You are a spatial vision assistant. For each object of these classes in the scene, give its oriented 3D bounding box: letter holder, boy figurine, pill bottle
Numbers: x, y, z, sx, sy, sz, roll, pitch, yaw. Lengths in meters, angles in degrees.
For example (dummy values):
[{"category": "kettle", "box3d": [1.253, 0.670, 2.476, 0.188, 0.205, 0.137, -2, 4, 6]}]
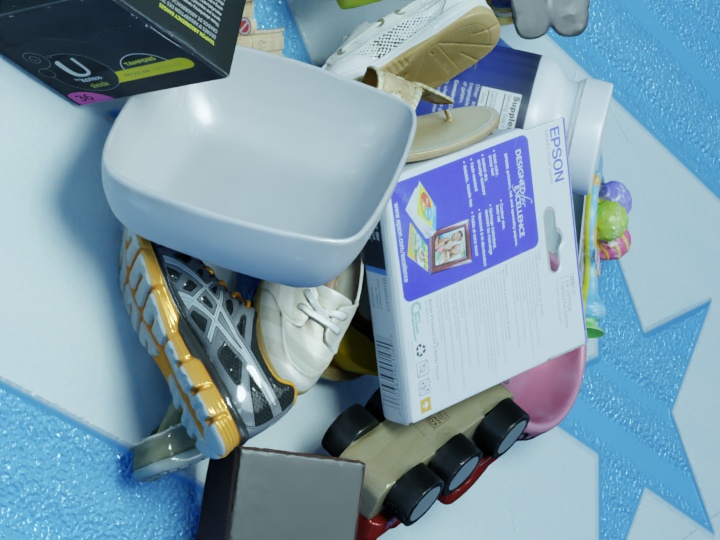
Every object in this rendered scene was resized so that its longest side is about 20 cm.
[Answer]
[{"category": "letter holder", "box3d": [-0.077, 0.233, 1.511, 0.100, 0.142, 0.202, 9, 85, -20]}, {"category": "boy figurine", "box3d": [0.137, -0.242, 1.799, 0.123, 0.200, 0.065, -6, 100, -11]}, {"category": "pill bottle", "box3d": [0.103, -0.129, 1.675, 0.116, 0.199, 0.117, 13, 90, -85]}]

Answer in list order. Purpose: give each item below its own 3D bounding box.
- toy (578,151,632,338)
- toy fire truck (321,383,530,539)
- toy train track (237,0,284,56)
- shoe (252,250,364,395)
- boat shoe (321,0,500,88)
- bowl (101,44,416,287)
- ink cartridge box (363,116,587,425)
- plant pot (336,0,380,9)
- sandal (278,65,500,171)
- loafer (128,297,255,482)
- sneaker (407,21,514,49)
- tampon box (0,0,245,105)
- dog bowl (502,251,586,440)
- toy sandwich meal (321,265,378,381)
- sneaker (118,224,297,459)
[{"category": "toy", "box3d": [0.235, -0.031, 1.946, 0.115, 0.047, 0.201, 63, 37, -69]}, {"category": "toy fire truck", "box3d": [0.044, 0.191, 1.662, 0.176, 0.129, 0.201, -32, 155, -41]}, {"category": "toy train track", "box3d": [-0.084, -0.127, 1.548, 0.114, 0.032, 0.201, -15, 112, -54]}, {"category": "shoe", "box3d": [-0.034, 0.004, 1.533, 0.070, 0.053, 0.201, 31, 48, -23]}, {"category": "boat shoe", "box3d": [0.014, -0.163, 1.600, 0.071, 0.199, 0.070, 50, 14, -52]}, {"category": "bowl", "box3d": [-0.074, -0.068, 1.433, 0.200, 0.199, 0.075, -64, 171, -51]}, {"category": "ink cartridge box", "box3d": [0.090, -0.004, 1.594, 0.199, 0.043, 0.199, -20, 112, -36]}, {"category": "plant pot", "box3d": [0.043, -0.320, 1.587, 0.182, 0.199, 0.200, -75, 148, -68]}, {"category": "sandal", "box3d": [0.006, -0.119, 1.537, 0.210, 0.078, 0.070, -17, 115, -13]}, {"category": "loafer", "box3d": [-0.112, 0.086, 1.505, 0.070, 0.075, 0.200, 56, 41, -9]}, {"category": "sneaker", "box3d": [0.099, -0.166, 1.798, 0.200, 0.070, 0.078, 20, 65, -50]}, {"category": "tampon box", "box3d": [-0.162, -0.236, 1.401, 0.126, 0.149, 0.201, 33, 61, -44]}, {"category": "dog bowl", "box3d": [0.129, 0.062, 1.810, 0.200, 0.073, 0.202, 8, 80, -52]}, {"category": "toy sandwich meal", "box3d": [0.000, 0.000, 1.649, 0.205, 0.070, 0.207, 8, 80, -52]}, {"category": "sneaker", "box3d": [-0.114, 0.035, 1.444, 0.077, 0.078, 0.201, -20, 73, -21]}]
